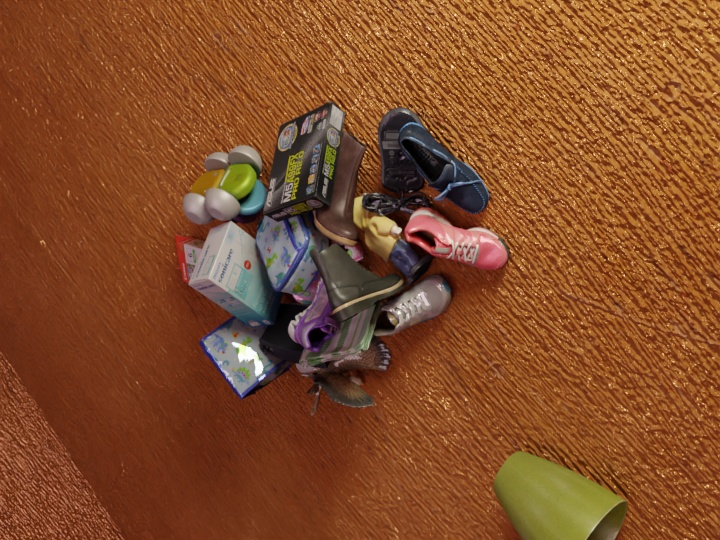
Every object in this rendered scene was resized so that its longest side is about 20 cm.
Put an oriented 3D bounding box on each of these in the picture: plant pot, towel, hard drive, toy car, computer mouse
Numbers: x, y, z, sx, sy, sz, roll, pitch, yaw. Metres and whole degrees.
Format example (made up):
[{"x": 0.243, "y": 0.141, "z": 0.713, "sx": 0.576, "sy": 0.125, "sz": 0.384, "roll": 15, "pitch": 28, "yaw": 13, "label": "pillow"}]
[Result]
[{"x": 0.343, "y": 0.428, "z": 1.148, "sx": 0.199, "sy": 0.183, "sz": 0.193, "roll": 35, "pitch": 129, "yaw": 41, "label": "plant pot"}, {"x": -0.040, "y": 0.117, "z": 1.305, "sx": 0.023, "sy": 0.156, "sz": 0.197, "roll": 39, "pitch": 141, "yaw": -28, "label": "towel"}, {"x": -0.132, "y": 0.139, "z": 1.430, "sx": 0.195, "sy": 0.137, "sz": 0.043, "roll": 8, "pitch": 147, "yaw": 35, "label": "hard drive"}, {"x": -0.290, "y": -0.169, "z": 1.433, "sx": 0.196, "sy": 0.179, "sz": 0.150, "roll": -4, "pitch": 141, "yaw": 40, "label": "toy car"}, {"x": 0.072, "y": -0.201, "z": 1.163, "sx": 0.134, "sy": 0.053, "sz": 0.206, "roll": 8, "pitch": 120, "yaw": 10, "label": "computer mouse"}]

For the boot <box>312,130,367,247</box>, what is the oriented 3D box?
[{"x": -0.032, "y": -0.158, "z": 1.203, "sx": 0.170, "sy": 0.071, "sz": 0.201, "roll": -62, "pitch": 38, "yaw": 21, "label": "boot"}]

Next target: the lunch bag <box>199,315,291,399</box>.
[{"x": -0.264, "y": 0.193, "z": 1.518, "sx": 0.171, "sy": 0.198, "sz": 0.128, "roll": 48, "pitch": 131, "yaw": 10, "label": "lunch bag"}]

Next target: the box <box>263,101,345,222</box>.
[{"x": -0.111, "y": -0.210, "z": 1.246, "sx": 0.157, "sy": 0.044, "sz": 0.207, "roll": -10, "pitch": 64, "yaw": 42, "label": "box"}]

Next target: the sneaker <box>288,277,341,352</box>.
[{"x": -0.063, "y": 0.083, "z": 1.280, "sx": 0.202, "sy": 0.079, "sz": 0.089, "roll": -55, "pitch": 34, "yaw": 9, "label": "sneaker"}]

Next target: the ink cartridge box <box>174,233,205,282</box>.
[{"x": -0.434, "y": -0.023, "z": 1.669, "sx": 0.195, "sy": 0.050, "sz": 0.113, "roll": 14, "pitch": 117, "yaw": 34, "label": "ink cartridge box"}]

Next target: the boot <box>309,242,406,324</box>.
[{"x": 0.000, "y": 0.000, "z": 1.194, "sx": 0.076, "sy": 0.198, "sz": 0.142, "roll": -28, "pitch": 86, "yaw": 36, "label": "boot"}]

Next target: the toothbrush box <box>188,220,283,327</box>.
[{"x": -0.264, "y": 0.012, "z": 1.417, "sx": 0.084, "sy": 0.150, "sz": 0.199, "roll": -12, "pitch": 140, "yaw": 41, "label": "toothbrush box"}]

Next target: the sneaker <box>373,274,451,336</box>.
[{"x": 0.098, "y": 0.077, "z": 1.248, "sx": 0.199, "sy": 0.080, "sz": 0.078, "roll": -36, "pitch": 84, "yaw": 41, "label": "sneaker"}]

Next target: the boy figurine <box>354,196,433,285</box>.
[{"x": 0.050, "y": -0.062, "z": 1.239, "sx": 0.200, "sy": 0.064, "sz": 0.125, "roll": 47, "pitch": 158, "yaw": 18, "label": "boy figurine"}]

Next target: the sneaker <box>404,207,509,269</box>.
[{"x": 0.164, "y": -0.041, "z": 1.127, "sx": 0.195, "sy": 0.087, "sz": 0.076, "roll": 22, "pitch": 123, "yaw": 18, "label": "sneaker"}]

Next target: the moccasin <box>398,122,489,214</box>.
[{"x": 0.135, "y": -0.163, "z": 1.092, "sx": 0.198, "sy": 0.069, "sz": 0.081, "roll": 38, "pitch": 124, "yaw": -4, "label": "moccasin"}]

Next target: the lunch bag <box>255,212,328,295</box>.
[{"x": -0.144, "y": -0.067, "z": 1.329, "sx": 0.162, "sy": 0.081, "sz": 0.203, "roll": -52, "pitch": 43, "yaw": 29, "label": "lunch bag"}]

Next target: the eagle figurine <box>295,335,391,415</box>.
[{"x": -0.039, "y": 0.226, "z": 1.400, "sx": 0.198, "sy": 0.147, "sz": 0.157, "roll": -24, "pitch": 79, "yaw": 53, "label": "eagle figurine"}]

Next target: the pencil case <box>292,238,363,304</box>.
[{"x": -0.074, "y": -0.005, "z": 1.354, "sx": 0.199, "sy": 0.087, "sz": 0.089, "roll": -40, "pitch": 83, "yaw": 40, "label": "pencil case"}]
